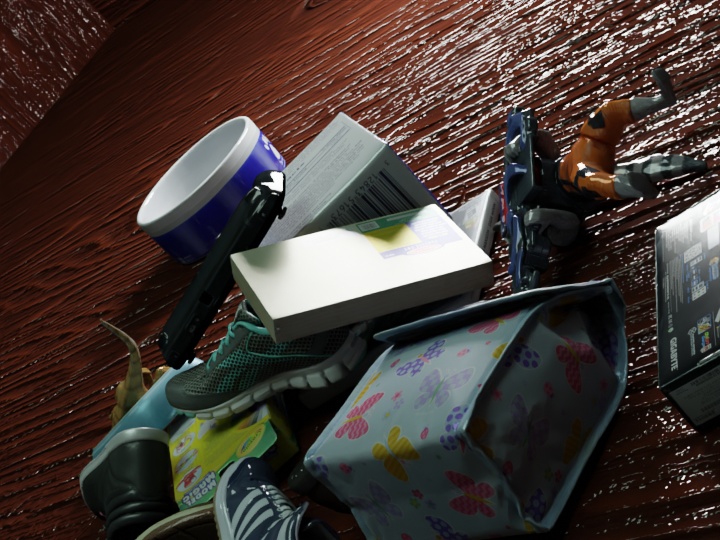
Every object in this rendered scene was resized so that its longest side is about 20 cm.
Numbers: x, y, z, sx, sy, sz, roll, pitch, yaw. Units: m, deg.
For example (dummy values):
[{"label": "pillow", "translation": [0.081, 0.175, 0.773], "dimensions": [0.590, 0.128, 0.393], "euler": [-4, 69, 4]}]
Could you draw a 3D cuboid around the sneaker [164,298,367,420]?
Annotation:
[{"label": "sneaker", "translation": [-0.095, 0.068, 1.484], "dimensions": [0.199, 0.092, 0.078], "euler": [-20, 23, 21]}]

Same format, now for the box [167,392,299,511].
[{"label": "box", "translation": [-0.118, 0.158, 1.529], "dimensions": [0.117, 0.048, 0.200], "euler": [-41, 17, 5]}]

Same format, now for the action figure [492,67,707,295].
[{"label": "action figure", "translation": [0.179, -0.051, 1.354], "dimensions": [0.193, 0.104, 0.201], "euler": [-30, 47, 51]}]

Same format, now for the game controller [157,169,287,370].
[{"label": "game controller", "translation": [-0.125, -0.002, 1.536], "dimensions": [0.201, 0.042, 0.104], "euler": [-56, 4, 17]}]

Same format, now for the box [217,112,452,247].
[{"label": "box", "translation": [-0.029, -0.040, 1.608], "dimensions": [0.184, 0.105, 0.200], "euler": [-45, 19, 1]}]

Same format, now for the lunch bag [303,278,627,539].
[{"label": "lunch bag", "translation": [0.081, 0.088, 1.165], "dimensions": [0.169, 0.127, 0.200], "euler": [-18, 25, 47]}]

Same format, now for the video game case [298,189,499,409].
[{"label": "video game case", "translation": [0.038, 0.025, 1.530], "dimensions": [0.199, 0.023, 0.182], "euler": [-32, 23, 30]}]

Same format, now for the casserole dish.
[{"label": "casserole dish", "translation": [-0.212, 0.147, 1.672], "dimensions": [0.121, 0.039, 0.200], "euler": [-49, 4, -35]}]

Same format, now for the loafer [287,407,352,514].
[{"label": "loafer", "translation": [0.007, 0.138, 1.301], "dimensions": [0.073, 0.071, 0.200], "euler": [-50, -2, 30]}]

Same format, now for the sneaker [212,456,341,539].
[{"label": "sneaker", "translation": [-0.058, 0.197, 1.286], "dimensions": [0.108, 0.070, 0.200], "euler": [-40, 25, 23]}]

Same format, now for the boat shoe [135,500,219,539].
[{"label": "boat shoe", "translation": [-0.169, 0.246, 1.409], "dimensions": [0.202, 0.075, 0.075], "euler": [-36, 14, 21]}]

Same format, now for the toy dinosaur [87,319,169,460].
[{"label": "toy dinosaur", "translation": [-0.239, 0.126, 1.762], "dimensions": [0.106, 0.060, 0.201], "euler": [-38, -31, -55]}]

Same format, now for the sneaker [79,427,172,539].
[{"label": "sneaker", "translation": [-0.221, 0.226, 1.553], "dimensions": [0.200, 0.070, 0.100], "euler": [127, 144, -58]}]

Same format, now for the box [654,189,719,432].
[{"label": "box", "translation": [0.270, -0.003, 1.091], "dimensions": [0.159, 0.046, 0.200], "euler": [-34, 21, 26]}]

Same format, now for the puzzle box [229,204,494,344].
[{"label": "puzzle box", "translation": [0.000, 0.000, 1.432], "dimensions": [0.199, 0.026, 0.133], "euler": [-14, 28, -14]}]

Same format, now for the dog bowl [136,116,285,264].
[{"label": "dog bowl", "translation": [-0.195, -0.105, 2.176], "dimensions": [0.200, 0.079, 0.200], "euler": [-38, 21, 17]}]
